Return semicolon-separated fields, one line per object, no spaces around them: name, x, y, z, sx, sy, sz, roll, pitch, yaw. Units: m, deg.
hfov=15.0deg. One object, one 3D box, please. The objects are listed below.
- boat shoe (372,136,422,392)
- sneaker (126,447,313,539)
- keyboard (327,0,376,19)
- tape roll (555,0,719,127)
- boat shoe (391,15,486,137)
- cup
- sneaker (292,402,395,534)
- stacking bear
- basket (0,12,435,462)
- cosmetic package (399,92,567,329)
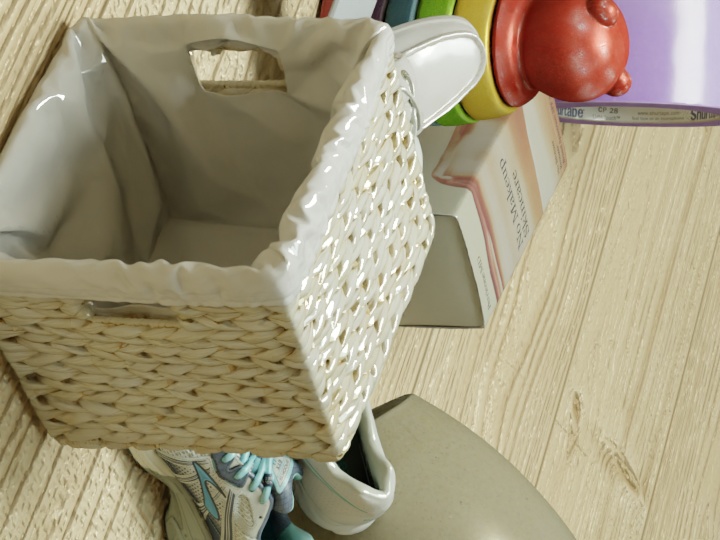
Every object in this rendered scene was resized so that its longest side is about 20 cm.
boat shoe;0.000;0.000;1.798;0.064;0.071;0.201;41;62;-52
sneaker;-0.078;0.106;1.609;0.078;0.086;0.200;-63;145;-43
keyboard;-0.016;-0.142;1.726;0.056;0.011;0.200;-21;136;-58
tape roll;0.211;-0.160;2.089;0.200;0.199;0.085;7;86;-65
boat shoe;0.008;-0.095;1.699;0.200;0.069;0.071;-32;117;-22
cup;0.022;0.164;1.745;0.144;0.200;0.200;62;28;-1
sneaker;-0.033;0.061;1.633;0.070;0.080;0.201;-30;88;-22
stacking bear;0.083;-0.150;1.810;0.114;0.199;0.122;-54;138;-51
basket;-0.081;-0.016;1.469;0.161;0.198;0.200;71;31;-41
cosmetic package;0.071;-0.058;1.924;0.200;0.087;0.104;-61;144;-45
